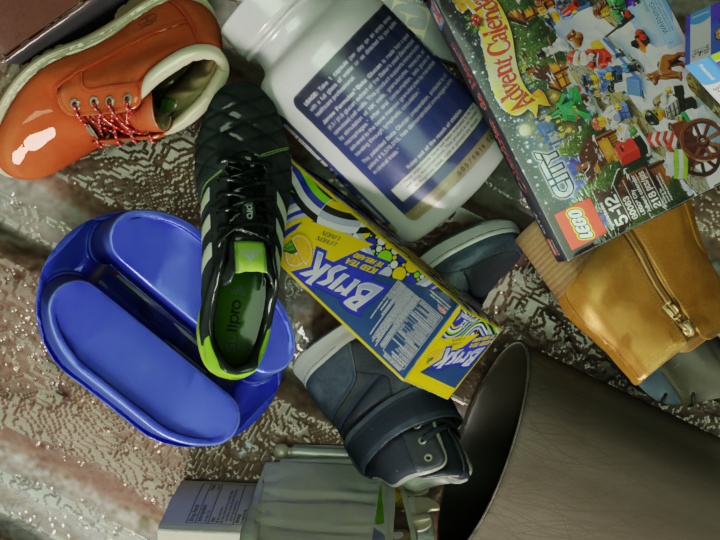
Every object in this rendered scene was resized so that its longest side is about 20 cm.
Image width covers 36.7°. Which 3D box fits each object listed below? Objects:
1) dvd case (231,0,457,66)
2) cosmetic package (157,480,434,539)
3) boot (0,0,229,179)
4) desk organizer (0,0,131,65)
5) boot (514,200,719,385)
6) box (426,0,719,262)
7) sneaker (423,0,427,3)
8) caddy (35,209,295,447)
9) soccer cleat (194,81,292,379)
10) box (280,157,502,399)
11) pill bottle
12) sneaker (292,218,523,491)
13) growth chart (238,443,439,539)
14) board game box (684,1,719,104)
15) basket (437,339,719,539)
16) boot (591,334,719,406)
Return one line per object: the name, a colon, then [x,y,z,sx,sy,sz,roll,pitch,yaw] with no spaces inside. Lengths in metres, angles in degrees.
dvd case: [0.014,-0.247,0.804,0.200,0.016,0.149,16,98,-1]
cosmetic package: [-0.046,0.219,0.820,0.200,0.103,0.087,3,100,2]
boot: [-0.181,-0.118,0.770,0.200,0.107,0.075,-36,136,7]
desk organizer: [-0.183,-0.232,0.774,0.200,0.072,0.077,-32,93,9]
boot: [0.222,-0.024,0.773,0.201,0.071,0.144,-40,82,-13]
box: [0.149,-0.124,0.720,0.137,0.038,0.200,-27,89,-2]
sneaker: [0.033,-0.276,0.755,0.112,0.073,0.200,-34,97,2]
caddy: [-0.142,0.043,0.800,0.200,0.105,0.141,41,75,-11]
soccer cleat: [-0.075,-0.026,0.717,0.067,0.081,0.200,2,92,-15]
box: [0.000,0.000,0.757,0.064,0.070,0.200,-52,55,7]
pill bottle: [0.001,-0.125,0.766,0.200,0.111,0.111,44,96,-8]
sneaker: [0.063,0.070,0.783,0.202,0.077,0.146,-40,59,13]
growth chart: [-0.018,0.174,0.774,0.145,0.200,0.018,6,111,9]
board game box: [0.321,-0.117,0.698,0.200,0.134,0.045,34,53,-33]
basket: [0.180,0.158,0.795,0.200,0.136,0.180,17,122,-6]
boot: [0.253,0.085,0.814,0.097,0.075,0.200,-35,84,3]
